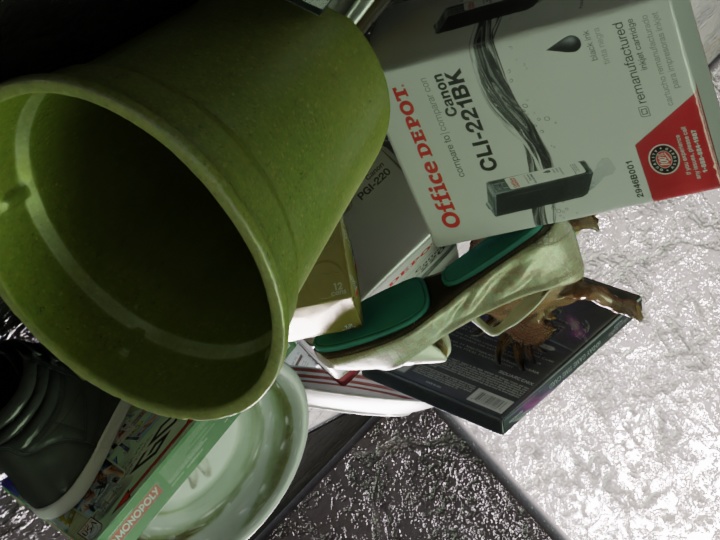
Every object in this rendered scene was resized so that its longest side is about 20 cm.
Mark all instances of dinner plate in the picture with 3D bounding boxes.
[{"bbox_3d":[-0.019,0.106,1.302,0.200,0.197,0.025,8,89,-78],"label":"dinner plate"}]

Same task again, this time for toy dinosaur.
[{"bbox_3d":[0.116,0.011,1.110,0.135,0.087,0.199,-28,147,31],"label":"toy dinosaur"}]

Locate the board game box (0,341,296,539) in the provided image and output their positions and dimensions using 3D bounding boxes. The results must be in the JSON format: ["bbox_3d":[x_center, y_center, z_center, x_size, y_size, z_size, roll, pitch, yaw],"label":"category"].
[{"bbox_3d":[-0.152,0.104,1.057,0.201,0.134,0.029,-51,129,-19],"label":"board game box"}]

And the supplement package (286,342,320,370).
[{"bbox_3d":[-0.033,0.027,1.474,0.155,0.111,0.200,-37,169,-30],"label":"supplement package"}]

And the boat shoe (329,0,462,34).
[{"bbox_3d":[0.040,-0.199,0.913,0.202,0.086,0.075,-43,170,-4],"label":"boat shoe"}]

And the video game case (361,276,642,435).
[{"bbox_3d":[0.116,0.053,1.206,0.199,0.142,0.019,-34,130,-38],"label":"video game case"}]

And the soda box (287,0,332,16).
[{"bbox_3d":[0.014,-0.226,0.737,0.200,0.071,0.063,-46,171,12],"label":"soda box"}]

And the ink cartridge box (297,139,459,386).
[{"bbox_3d":[0.000,0.000,1.150,0.146,0.085,0.200,-44,165,-4],"label":"ink cartridge box"}]

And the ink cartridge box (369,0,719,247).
[{"bbox_3d":[0.117,-0.111,0.947,0.198,0.145,0.084,-11,-144,22],"label":"ink cartridge box"}]

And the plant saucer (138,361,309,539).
[{"bbox_3d":[-0.129,0.145,1.176,0.199,0.050,0.202,-28,134,-32],"label":"plant saucer"}]

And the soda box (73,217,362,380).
[{"bbox_3d":[-0.101,0.016,0.985,0.197,0.069,0.064,-11,159,3],"label":"soda box"}]

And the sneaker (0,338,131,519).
[{"bbox_3d":[-0.208,0.063,1.039,0.070,0.100,0.201,-15,-141,30],"label":"sneaker"}]

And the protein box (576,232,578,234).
[{"bbox_3d":[0.151,-0.148,1.235,0.199,0.200,0.135,-45,170,8],"label":"protein box"}]

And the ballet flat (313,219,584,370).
[{"bbox_3d":[0.062,0.030,1.010,0.198,0.063,0.068,-29,-157,14],"label":"ballet flat"}]

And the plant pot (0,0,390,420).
[{"bbox_3d":[-0.080,-0.057,0.789,0.185,0.200,0.201,-50,177,-41],"label":"plant pot"}]
